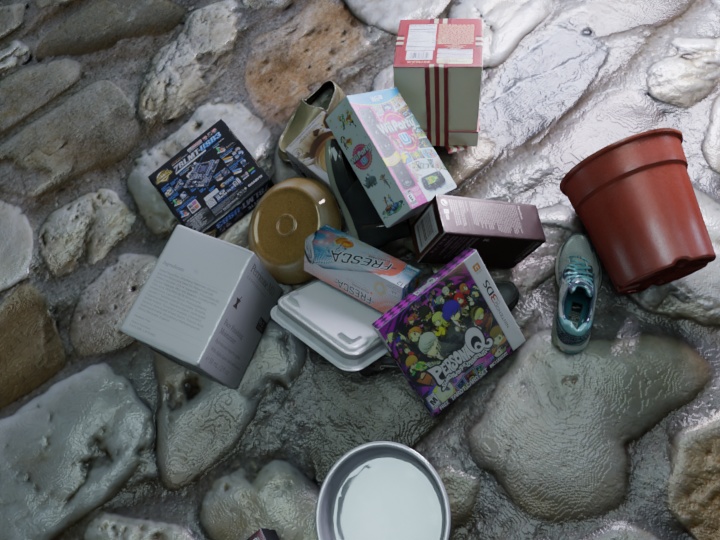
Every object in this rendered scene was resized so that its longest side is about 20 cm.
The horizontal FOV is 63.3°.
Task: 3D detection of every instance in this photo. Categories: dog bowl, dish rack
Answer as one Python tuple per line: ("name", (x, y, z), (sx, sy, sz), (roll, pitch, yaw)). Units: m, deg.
("dog bowl", (0.036, 0.362, 0.858), (0.194, 0.079, 0.205), (-4, 65, 10))
("dish rack", (-0.031, 0.071, 0.956), (0.198, 0.044, 0.170), (31, 35, 30))

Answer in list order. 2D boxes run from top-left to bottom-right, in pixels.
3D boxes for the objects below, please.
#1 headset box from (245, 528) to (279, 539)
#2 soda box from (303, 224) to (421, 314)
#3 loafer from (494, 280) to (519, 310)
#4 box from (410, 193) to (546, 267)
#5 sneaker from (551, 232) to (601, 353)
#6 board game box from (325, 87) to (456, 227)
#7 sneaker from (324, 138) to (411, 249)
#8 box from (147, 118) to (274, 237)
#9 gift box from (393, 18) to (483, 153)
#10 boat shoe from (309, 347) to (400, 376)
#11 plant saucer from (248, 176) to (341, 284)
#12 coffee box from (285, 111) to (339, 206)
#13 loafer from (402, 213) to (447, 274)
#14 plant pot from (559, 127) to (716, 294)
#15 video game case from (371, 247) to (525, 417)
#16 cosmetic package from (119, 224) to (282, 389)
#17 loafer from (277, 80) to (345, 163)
("headset box", (-0.161, 0.489, 0.843), (0.198, 0.075, 0.149), (-37, 65, -6))
("soda box", (0.000, 0.000, 0.967), (0.197, 0.070, 0.063), (26, 40, 23))
("loafer", (0.172, 0.062, 0.966), (0.196, 0.073, 0.074), (-23, 63, 0))
("box", (0.191, -0.060, 0.955), (0.195, 0.100, 0.077), (1, 63, -23))
("sneaker", (0.354, 0.026, 0.938), (0.075, 0.087, 0.205), (5, 68, 13))
("board game box", (0.052, -0.189, 0.954), (0.146, 0.064, 0.203), (-27, 84, -47))
("sneaker", (0.015, -0.137, 0.990), (0.104, 0.075, 0.204), (-17, 108, 16))
("box", (-0.301, -0.177, 1.180), (0.199, 0.050, 0.199), (-39, 64, -7))
("gift box", (0.135, -0.328, 1.080), (0.179, 0.189, 0.204), (6, 52, 12))
("boat shoe", (0.009, 0.142, 0.971), (0.195, 0.072, 0.068), (13, 100, 3))
("plant saucer", (-0.131, -0.079, 1.079), (0.195, 0.035, 0.206), (-4, 79, 20))
("coffee box", (-0.034, -0.197, 1.118), (0.199, 0.080, 0.113), (39, 79, 24))
("loafer", (0.116, -0.050, 1.031), (0.068, 0.075, 0.203), (-39, 69, 33))
("plant pot", (0.442, -0.081, 0.920), (0.195, 0.201, 0.200), (-15, 72, 4))
("video game case", (0.142, 0.098, 0.917), (0.198, 0.036, 0.183), (-36, 108, -7))
("cosmetic package", (-0.263, 0.064, 1.001), (0.161, 0.165, 0.204), (19, 72, 18))
("loafer", (-0.106, -0.309, 1.188), (0.075, 0.068, 0.202), (27, 74, 21))
